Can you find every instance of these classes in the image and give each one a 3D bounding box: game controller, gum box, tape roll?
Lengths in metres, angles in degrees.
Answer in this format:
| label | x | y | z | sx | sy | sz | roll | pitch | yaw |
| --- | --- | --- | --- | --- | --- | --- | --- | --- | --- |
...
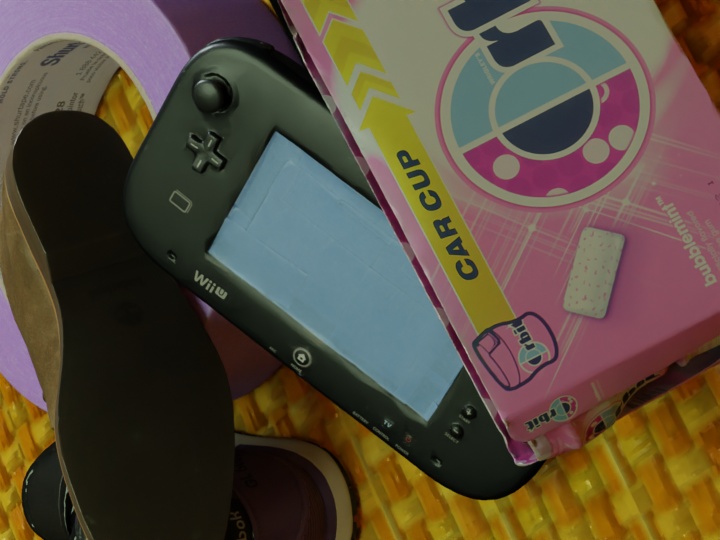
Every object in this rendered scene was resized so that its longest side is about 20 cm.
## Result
| label | x | y | z | sx | sy | sz | roll | pitch | yaw |
| --- | --- | --- | --- | --- | --- | --- | --- | --- | --- |
| game controller | 0.000 | 0.000 | 0.872 | 0.200 | 0.042 | 0.105 | 37 | 112 | 10 |
| gum box | 0.062 | -0.040 | 0.793 | 0.113 | 0.066 | 0.200 | -27 | 70 | -1 |
| tape roll | -0.103 | -0.035 | 1.002 | 0.200 | 0.065 | 0.201 | 8 | 101 | 45 |

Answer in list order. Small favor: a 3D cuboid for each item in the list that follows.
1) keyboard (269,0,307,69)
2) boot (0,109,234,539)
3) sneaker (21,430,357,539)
| label | x | y | z | sx | sy | sz | roll | pitch | yaw |
| --- | --- | --- | --- | --- | --- | --- | --- | --- | --- |
| keyboard | 0.006 | -0.105 | 0.915 | 0.200 | 0.040 | 0.104 | 62 | 155 | 19 |
| boot | -0.104 | 0.040 | 0.932 | 0.075 | 0.073 | 0.201 | -41 | 61 | 59 |
| sneaker | -0.101 | 0.101 | 0.999 | 0.200 | 0.087 | 0.076 | -4 | 93 | 45 |
